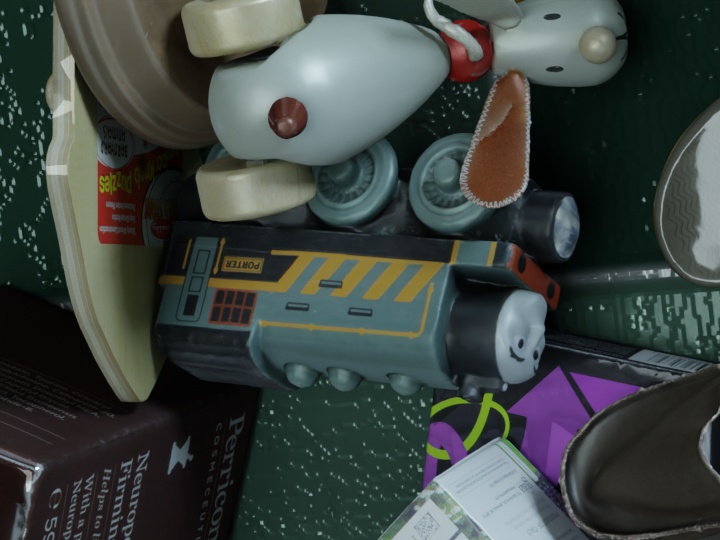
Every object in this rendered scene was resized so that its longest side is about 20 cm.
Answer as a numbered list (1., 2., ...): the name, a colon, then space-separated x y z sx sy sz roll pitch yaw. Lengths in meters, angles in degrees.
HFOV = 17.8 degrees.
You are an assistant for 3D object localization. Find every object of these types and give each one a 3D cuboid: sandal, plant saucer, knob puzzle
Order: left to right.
1. knob puzzle: -0.111 -0.041 1.030 0.030 0.220 0.220 0 98 12
2. plant saucer: -0.065 -0.151 0.988 0.029 0.200 0.201 4 100 30
3. sandal: 0.205 -0.055 0.952 0.200 0.055 0.082 -23 87 27

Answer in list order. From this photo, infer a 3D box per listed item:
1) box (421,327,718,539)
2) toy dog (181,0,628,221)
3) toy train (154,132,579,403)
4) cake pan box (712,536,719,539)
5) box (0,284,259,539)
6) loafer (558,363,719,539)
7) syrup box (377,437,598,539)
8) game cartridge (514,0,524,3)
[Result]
1. box: 0.095 0.130 1.047 0.143 0.036 0.200 11 104 24
2. toy dog: 0.019 -0.082 0.944 0.200 0.096 0.132 -33 110 -6
3. toy train: 0.000 0.000 1.031 0.200 0.085 0.114 5 73 28
4. cake pan box: 0.236 0.105 0.926 0.184 0.052 0.200 29 104 41
5. box: -0.177 0.119 1.086 0.164 0.200 0.166 19 106 23
6. loafer: 0.151 0.064 0.925 0.200 0.071 0.073 -23 67 41
7. syrup box: 0.092 0.176 0.990 0.200 0.081 0.079 45 115 12
8. game cartridge: 0.078 -0.245 1.000 0.176 0.032 0.200 49 116 12
